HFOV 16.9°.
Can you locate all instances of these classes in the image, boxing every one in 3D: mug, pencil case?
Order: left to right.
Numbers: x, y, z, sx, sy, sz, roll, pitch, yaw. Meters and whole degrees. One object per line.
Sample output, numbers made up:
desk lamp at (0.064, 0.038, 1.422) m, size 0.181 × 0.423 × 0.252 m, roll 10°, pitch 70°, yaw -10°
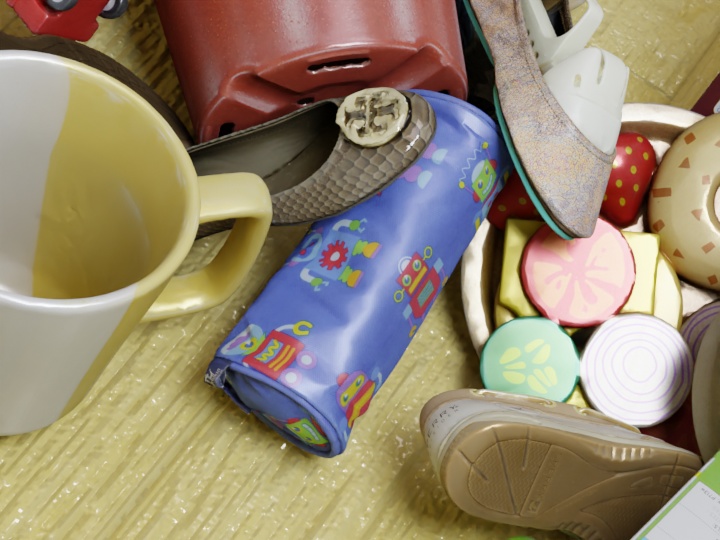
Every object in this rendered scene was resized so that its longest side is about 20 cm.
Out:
mug at (-0.150, 0.007, 1.158) m, size 0.186 × 0.153 × 0.150 m, roll 20°, pitch 48°, yaw -7°
pencil case at (0.000, 0.000, 1.242) m, size 0.087 × 0.078 × 0.200 m, roll 15°, pitch 62°, yaw 38°

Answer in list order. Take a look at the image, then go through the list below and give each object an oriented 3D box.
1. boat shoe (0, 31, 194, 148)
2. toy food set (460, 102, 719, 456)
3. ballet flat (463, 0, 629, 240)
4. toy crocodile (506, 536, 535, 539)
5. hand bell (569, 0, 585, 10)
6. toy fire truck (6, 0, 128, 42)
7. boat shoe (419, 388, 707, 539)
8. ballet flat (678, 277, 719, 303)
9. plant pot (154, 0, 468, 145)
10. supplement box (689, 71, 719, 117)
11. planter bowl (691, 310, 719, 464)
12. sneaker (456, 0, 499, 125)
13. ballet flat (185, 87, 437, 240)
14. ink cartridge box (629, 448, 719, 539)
boat shoe at (-0.168, -0.078, 1.247) m, size 0.200 × 0.065 × 0.072 m, roll 11°, pitch 35°, yaw -52°
toy food set at (0.153, 0.008, 1.291) m, size 0.200 × 0.049 × 0.198 m, roll 5°, pitch 84°, yaw -2°
ballet flat at (0.101, -0.106, 1.266) m, size 0.068 × 0.067 × 0.200 m, roll 30°, pitch 33°, yaw -44°
toy crocodile at (0.038, 0.189, 1.155) m, size 0.067 × 0.062 × 0.200 m, roll 7°, pitch 35°, yaw 37°
hand bell at (0.082, -0.201, 1.379) m, size 0.104 × 0.104 × 0.200 m, roll 38°, pitch 10°, yaw 10°
toy fire truck at (-0.167, -0.199, 1.283) m, size 0.141 × 0.200 × 0.049 m, roll 51°, pitch 24°, yaw 22°
boat shoe at (0.116, 0.101, 1.232) m, size 0.200 × 0.074 × 0.069 m, roll 22°, pitch 16°, yaw -32°
ballet flat at (0.173, 0.017, 1.343) m, size 0.200 × 0.069 × 0.071 m, roll 27°, pitch 66°, yaw 1°
plant pot at (-0.033, -0.163, 1.326) m, size 0.200 × 0.201 × 0.196 m, roll -1°, pitch 62°, yaw -22°
supplement box at (0.309, -0.112, 1.368) m, size 0.133 × 0.200 × 0.197 m, roll 44°, pitch 29°, yaw 15°
planter bowl at (0.250, 0.064, 1.197) m, size 0.200 × 0.135 × 0.201 m, roll 5°, pitch 82°, yaw -41°
sneaker at (0.074, -0.117, 1.407) m, size 0.085 × 0.077 × 0.200 m, roll 16°, pitch 29°, yaw -47°
ballet flat at (-0.057, -0.052, 1.234) m, size 0.200 × 0.046 × 0.067 m, roll -17°, pitch 41°, yaw 21°
ink cartridge box at (0.115, 0.194, 1.119) m, size 0.076 × 0.148 × 0.200 m, roll 42°, pitch 50°, yaw 13°
